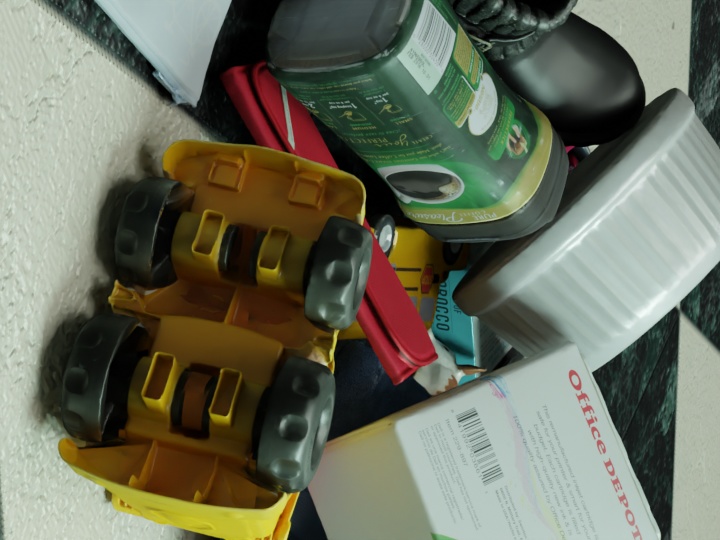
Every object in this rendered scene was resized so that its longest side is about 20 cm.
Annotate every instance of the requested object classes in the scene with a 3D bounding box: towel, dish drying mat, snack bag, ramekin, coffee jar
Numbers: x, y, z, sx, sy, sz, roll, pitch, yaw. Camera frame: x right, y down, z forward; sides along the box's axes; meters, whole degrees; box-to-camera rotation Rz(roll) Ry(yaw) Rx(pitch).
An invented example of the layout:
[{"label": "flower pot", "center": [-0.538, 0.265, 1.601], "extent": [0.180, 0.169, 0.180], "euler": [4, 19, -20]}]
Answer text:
[{"label": "towel", "center": [-0.032, 0.142, 1.588], "extent": [0.200, 0.049, 0.112], "euler": [-58, 149, -10]}, {"label": "dish drying mat", "center": [-0.014, -0.031, 1.496], "extent": [0.200, 0.018, 0.077], "euler": [60, 19, 1]}, {"label": "snack bag", "center": [-0.094, -0.210, 1.385], "extent": [0.189, 0.021, 0.200], "euler": [49, 56, -58]}, {"label": "ramekin", "center": [0.160, -0.017, 1.674], "extent": [0.202, 0.094, 0.202], "euler": [-43, -178, 2]}, {"label": "coffee jar", "center": [0.038, -0.094, 1.533], "extent": [0.200, 0.104, 0.085], "euler": [46, 53, -44]}]

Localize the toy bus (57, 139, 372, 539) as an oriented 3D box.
[{"label": "toy bus", "center": [-0.067, 0.054, 1.440], "extent": [0.192, 0.136, 0.200], "euler": [73, 31, -68]}]

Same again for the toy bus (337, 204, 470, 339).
[{"label": "toy bus", "center": [0.000, 0.000, 1.619], "extent": [0.200, 0.065, 0.078], "euler": [1, 99, -65]}]

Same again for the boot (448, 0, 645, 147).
[{"label": "boot", "center": [0.105, -0.149, 1.571], "extent": [0.158, 0.211, 0.079], "euler": [-28, -137, 64]}]

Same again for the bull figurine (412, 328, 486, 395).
[{"label": "bull figurine", "center": [0.022, 0.126, 1.718], "extent": [0.121, 0.065, 0.200], "euler": [31, 71, -62]}]

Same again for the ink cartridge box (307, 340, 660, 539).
[{"label": "ink cartridge box", "center": [0.074, 0.140, 1.548], "extent": [0.200, 0.087, 0.145], "euler": [-20, 87, -50]}]

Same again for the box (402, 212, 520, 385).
[{"label": "box", "center": [0.070, -0.007, 1.786], "extent": [0.082, 0.049, 0.200], "euler": [-45, 138, -50]}]

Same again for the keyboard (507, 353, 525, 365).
[{"label": "keyboard", "center": [0.098, 0.096, 1.828], "extent": [0.056, 0.011, 0.200], "euler": [-51, 170, -30]}]

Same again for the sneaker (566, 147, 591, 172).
[{"label": "sneaker", "center": [0.135, -0.046, 1.882], "extent": [0.081, 0.075, 0.200], "euler": [-64, 152, -31]}]
